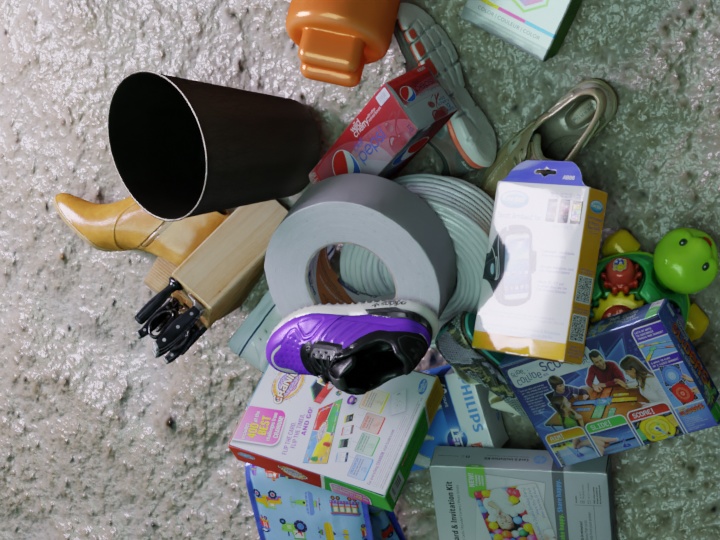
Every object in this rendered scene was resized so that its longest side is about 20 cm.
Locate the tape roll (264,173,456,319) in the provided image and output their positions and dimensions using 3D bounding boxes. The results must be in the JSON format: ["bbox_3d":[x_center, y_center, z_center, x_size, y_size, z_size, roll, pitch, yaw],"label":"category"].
[{"bbox_3d":[0.000,0.000,1.638,0.198,0.066,0.202,10,123,16],"label":"tape roll"}]

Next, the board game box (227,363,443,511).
[{"bbox_3d":[-0.027,0.165,1.701,0.198,0.154,0.040,15,153,24],"label":"board game box"}]

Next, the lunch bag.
[{"bbox_3d":[-0.046,0.282,1.775,0.149,0.094,0.201,3,133,22],"label":"lunch bag"}]

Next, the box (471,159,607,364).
[{"bbox_3d":[0.185,-0.011,1.574,0.118,0.041,0.202,7,85,42],"label":"box"}]

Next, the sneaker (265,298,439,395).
[{"bbox_3d":[-0.021,0.088,1.594,0.198,0.100,0.070,-11,124,27],"label":"sneaker"}]

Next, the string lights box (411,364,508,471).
[{"bbox_3d":[0.060,0.174,1.766,0.198,0.059,0.104,-16,96,25],"label":"string lights box"}]

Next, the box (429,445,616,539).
[{"bbox_3d":[0.184,0.272,1.715,0.198,0.041,0.157,2,122,16],"label":"box"}]

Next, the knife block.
[{"bbox_3d":[-0.174,0.011,1.758,0.064,0.175,0.201,40,114,7],"label":"knife block"}]

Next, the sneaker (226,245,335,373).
[{"bbox_3d":[-0.077,0.041,1.791,0.071,0.073,0.200,39,124,-1],"label":"sneaker"}]

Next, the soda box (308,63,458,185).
[{"bbox_3d":[0.021,-0.137,1.655,0.064,0.070,0.200,54,142,7],"label":"soda box"}]

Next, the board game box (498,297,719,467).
[{"bbox_3d":[0.258,0.120,1.581,0.199,0.034,0.136,-21,106,37],"label":"board game box"}]

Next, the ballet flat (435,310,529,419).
[{"bbox_3d":[0.154,0.115,1.678,0.072,0.072,0.200,-37,121,25],"label":"ballet flat"}]

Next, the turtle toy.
[{"bbox_3d":[0.294,0.031,1.608,0.146,0.101,0.200,46,110,6],"label":"turtle toy"}]

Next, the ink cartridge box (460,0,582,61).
[{"bbox_3d":[0.193,-0.331,1.583,0.103,0.059,0.201,30,113,13],"label":"ink cartridge box"}]

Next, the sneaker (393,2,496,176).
[{"bbox_3d":[0.070,-0.190,1.665,0.082,0.077,0.202,-26,88,37],"label":"sneaker"}]

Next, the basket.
[{"bbox_3d":[-0.151,-0.137,1.684,0.181,0.199,0.136,51,123,26],"label":"basket"}]

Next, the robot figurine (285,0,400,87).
[{"bbox_3d":[-0.011,-0.298,1.614,0.116,0.143,0.202,-1,68,41],"label":"robot figurine"}]

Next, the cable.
[{"bbox_3d":[0.074,-0.009,1.685,0.198,0.069,0.202,15,126,13],"label":"cable"}]

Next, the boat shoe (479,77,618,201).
[{"bbox_3d":[0.191,-0.124,1.633,0.072,0.065,0.200,48,115,5],"label":"boat shoe"}]

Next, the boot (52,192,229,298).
[{"bbox_3d":[-0.260,-0.078,1.839,0.200,0.071,0.145,37,107,8],"label":"boot"}]
